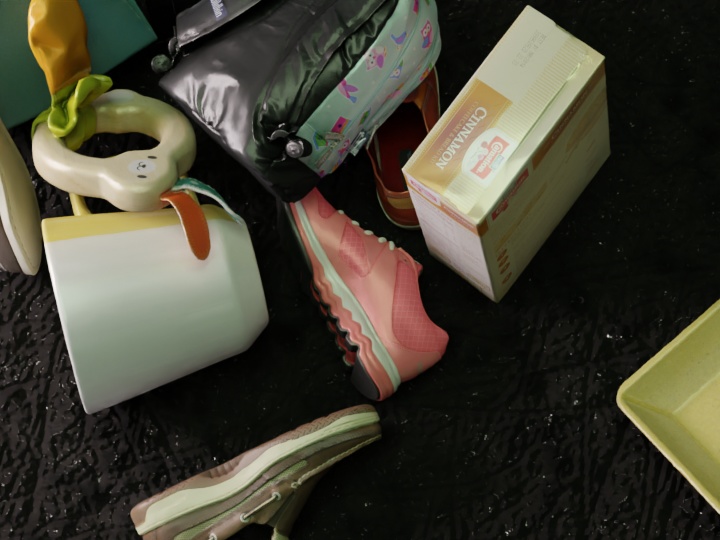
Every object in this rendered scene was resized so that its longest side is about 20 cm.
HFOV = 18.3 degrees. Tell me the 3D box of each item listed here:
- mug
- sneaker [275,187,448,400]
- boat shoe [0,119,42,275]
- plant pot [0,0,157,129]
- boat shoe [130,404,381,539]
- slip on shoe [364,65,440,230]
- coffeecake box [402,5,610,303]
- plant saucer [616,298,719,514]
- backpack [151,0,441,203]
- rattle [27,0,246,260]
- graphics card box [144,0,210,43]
[{"bbox_3d":[-0.156,0.000,1.702,0.152,0.149,0.188,-13,92,-5],"label":"mug"},{"bbox_3d":[0.000,0.000,1.730,0.086,0.074,0.201,-24,75,-14],"label":"sneaker"},{"bbox_3d":[-0.299,-0.078,1.733,0.059,0.201,0.072,-9,38,9],"label":"boat shoe"},{"bbox_3d":[-0.296,-0.201,1.769,0.199,0.141,0.142,-37,48,4],"label":"plant pot"},{"bbox_3d":[-0.068,0.170,1.685,0.201,0.075,0.075,-26,85,6],"label":"boat shoe"},{"bbox_3d":[0.026,-0.133,1.761,0.073,0.061,0.202,-12,71,6],"label":"slip on shoe"},{"bbox_3d":[0.113,-0.081,1.660,0.073,0.200,0.154,35,80,16],"label":"coffeecake box"},{"bbox_3d":[0.319,0.096,1.628,0.200,0.048,0.200,-41,47,-1],"label":"plant saucer"},{"bbox_3d":[-0.035,-0.165,1.697,0.200,0.127,0.167,-47,62,-4],"label":"backpack"},{"bbox_3d":[-0.163,-0.115,1.662,0.200,0.129,0.144,41,124,48],"label":"rattle"},{"bbox_3d":[-0.146,-0.296,1.799,0.050,0.126,0.202,-1,74,0],"label":"graphics card box"}]
